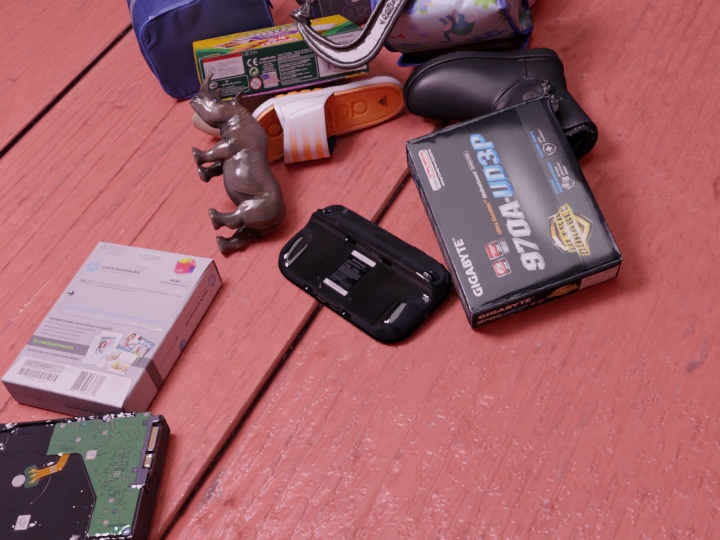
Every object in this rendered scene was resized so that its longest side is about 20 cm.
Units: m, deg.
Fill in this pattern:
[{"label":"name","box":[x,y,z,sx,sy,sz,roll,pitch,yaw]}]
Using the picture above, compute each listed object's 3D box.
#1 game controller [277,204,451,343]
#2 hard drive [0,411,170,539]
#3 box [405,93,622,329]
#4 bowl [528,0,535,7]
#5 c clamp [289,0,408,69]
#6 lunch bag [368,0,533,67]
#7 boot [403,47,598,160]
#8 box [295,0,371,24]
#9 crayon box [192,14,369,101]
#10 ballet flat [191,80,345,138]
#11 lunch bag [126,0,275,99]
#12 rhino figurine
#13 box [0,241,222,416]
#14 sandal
[{"label":"game controller","box":[0.000,0.000,1.120,0.199,0.042,0.105,32,76,38]},{"label":"hard drive","box":[-0.283,0.203,1.000,0.196,0.038,0.141,-8,45,11]},{"label":"box","box":[0.149,-0.061,1.074,0.156,0.046,0.203,-18,66,-2]},{"label":"bowl","box":[0.160,-0.402,1.434,0.196,0.075,0.202,1,47,19]},{"label":"c clamp","box":[-0.015,-0.336,1.224,0.169,0.027,0.203,25,92,16]},{"label":"lunch bag","box":[0.112,-0.315,1.294,0.167,0.200,0.130,-2,84,17]},{"label":"boot","box":[0.153,-0.177,1.211,0.196,0.077,0.170,-8,41,0]},{"label":"box","box":[-0.051,-0.435,1.494,0.105,0.123,0.201,-25,45,-10]},{"label":"crayon box","box":[-0.102,-0.263,1.323,0.196,0.059,0.173,-12,21,-8]},{"label":"ballet flat","box":[-0.108,-0.187,1.316,0.196,0.070,0.070,-15,44,2]},{"label":"lunch bag","box":[-0.206,-0.341,1.438,0.197,0.137,0.133,-24,44,-7]},{"label":"rhino figurine","box":[-0.142,-0.127,1.209,0.086,0.060,0.203,-15,80,-6]},{"label":"box","box":[-0.257,0.061,1.128,0.153,0.042,0.202,8,50,23]},{"label":"sandal","box":[-0.038,-0.174,1.266,0.203,0.080,0.060,-19,41,-5]}]
